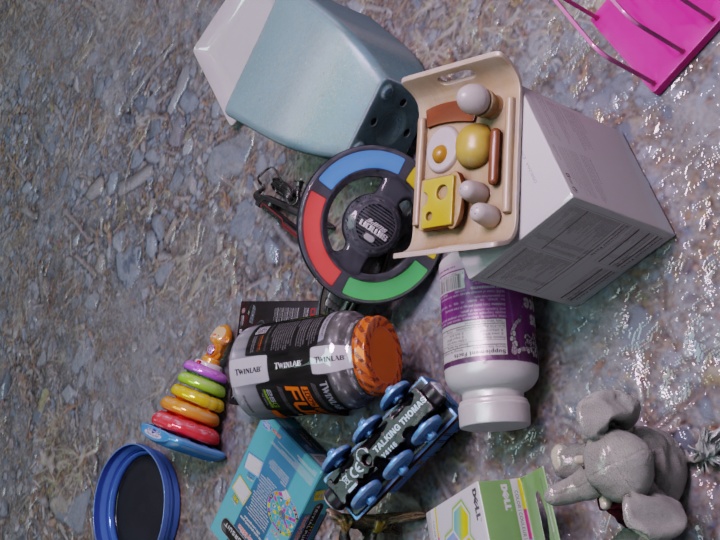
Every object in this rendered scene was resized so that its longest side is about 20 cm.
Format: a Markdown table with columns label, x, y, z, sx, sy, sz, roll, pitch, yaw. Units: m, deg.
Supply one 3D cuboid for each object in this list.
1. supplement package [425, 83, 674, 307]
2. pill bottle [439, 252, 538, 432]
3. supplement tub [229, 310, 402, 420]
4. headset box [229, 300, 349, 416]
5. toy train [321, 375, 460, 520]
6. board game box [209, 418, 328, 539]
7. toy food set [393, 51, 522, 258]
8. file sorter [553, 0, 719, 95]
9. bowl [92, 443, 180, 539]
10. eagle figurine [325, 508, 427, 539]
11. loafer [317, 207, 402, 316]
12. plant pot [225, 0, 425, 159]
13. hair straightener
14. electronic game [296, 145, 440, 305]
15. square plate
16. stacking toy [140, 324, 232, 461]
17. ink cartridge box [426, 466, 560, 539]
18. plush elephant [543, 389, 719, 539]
| label | x | y | z | sx | sy | sz | roll | pitch | yaw |
| --- | --- | --- | --- | --- | --- | --- | --- | --- | --- |
| supplement package | 0.206 | -0.075 | 1.259 | 0.150 | 0.199 | 0.153 | -40 | 54 | 32 |
| pill bottle | 0.150 | 0.082 | 1.342 | 0.112 | 0.112 | 0.203 | -16 | 70 | 42 |
| supplement tub | -0.055 | 0.118 | 1.443 | 0.198 | 0.122 | 0.124 | -11 | 72 | 30 |
| headset box | -0.086 | 0.120 | 1.599 | 0.199 | 0.077 | 0.151 | -1 | 79 | 47 |
| toy train | 0.039 | 0.214 | 1.396 | 0.200 | 0.114 | 0.087 | -48 | 65 | 8 |
| board game box | -0.118 | 0.321 | 1.604 | 0.151 | 0.047 | 0.202 | 38 | 108 | 43 |
| toy food set | 0.092 | -0.115 | 1.196 | 0.143 | 0.060 | 0.203 | -7 | 74 | 45 |
| file sorter | 0.324 | -0.325 | 1.253 | 0.200 | 0.125 | 0.140 | -50 | 50 | 25 |
| bowl | -0.356 | 0.378 | 1.837 | 0.199 | 0.039 | 0.203 | -13 | 72 | 43 |
| eagle figurine | -0.002 | 0.391 | 1.394 | 0.150 | 0.151 | 0.202 | -16 | 62 | 31 |
| loafer | 0.000 | 0.000 | 1.510 | 0.202 | 0.071 | 0.063 | -67 | 10 | -10 |
| plant pot | -0.021 | -0.235 | 1.543 | 0.200 | 0.195 | 0.198 | 38 | 108 | 36 |
| hair straightener | -0.098 | -0.101 | 1.698 | 0.200 | 0.041 | 0.078 | 39 | 108 | 48 |
| electronic game | 0.015 | -0.057 | 1.461 | 0.042 | 0.198 | 0.203 | -172 | 95 | -71 |
| square plate | -0.178 | -0.364 | 1.842 | 0.198 | 0.028 | 0.201 | -49 | 50 | 26 |
| stacking toy | -0.239 | 0.176 | 1.737 | 0.115 | 0.109 | 0.202 | 12 | 78 | 48 |
| ink cartridge box | 0.144 | 0.295 | 1.283 | 0.200 | 0.059 | 0.105 | 131 | 135 | -58 |
| plush elephant | 0.260 | 0.209 | 1.167 | 0.200 | 0.154 | 0.166 | -39 | 55 | 33 |
